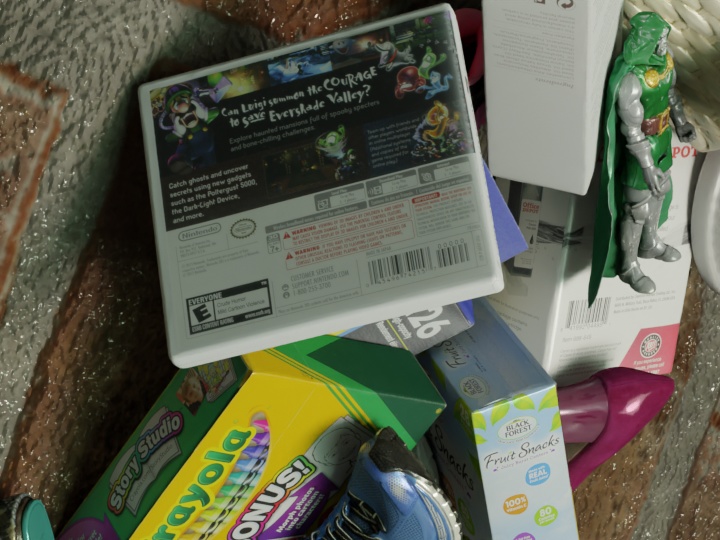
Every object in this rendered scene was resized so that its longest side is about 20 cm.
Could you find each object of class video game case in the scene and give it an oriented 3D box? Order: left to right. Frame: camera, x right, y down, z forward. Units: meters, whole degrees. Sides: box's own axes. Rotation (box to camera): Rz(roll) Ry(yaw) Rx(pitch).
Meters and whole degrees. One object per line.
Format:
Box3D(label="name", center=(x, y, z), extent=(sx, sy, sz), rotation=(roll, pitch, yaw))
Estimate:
Box3D(label="video game case", center=(-0.026, -0.050, 1.374), extent=(0.023, 0.199, 0.183), rotation=(52, 26, -64))

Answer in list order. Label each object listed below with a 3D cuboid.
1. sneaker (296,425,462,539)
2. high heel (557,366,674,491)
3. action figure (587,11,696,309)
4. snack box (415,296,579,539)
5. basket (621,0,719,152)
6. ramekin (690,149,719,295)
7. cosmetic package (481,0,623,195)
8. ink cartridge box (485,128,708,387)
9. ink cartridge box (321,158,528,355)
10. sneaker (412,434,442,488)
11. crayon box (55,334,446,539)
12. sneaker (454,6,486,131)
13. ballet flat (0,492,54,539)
Box3D(label="sneaker", center=(0.007, 0.177, 1.488), extent=(0.089, 0.079, 0.201), rotation=(-27, 148, -21))
Box3D(label="high heel", center=(0.162, 0.131, 1.684), extent=(0.095, 0.068, 0.200), rotation=(-8, 157, -11))
Box3D(label="action figure", center=(0.188, -0.082, 1.557), extent=(0.118, 0.054, 0.201), rotation=(-50, 145, -43))
Box3D(label="snack box", center=(0.087, 0.129, 1.604), extent=(0.067, 0.169, 0.201), rotation=(-17, 119, -12))
Box3D(label="basket", center=(0.232, -0.190, 1.584), extent=(0.200, 0.135, 0.124), rotation=(38, 53, -27))
Box3D(label="ramekin", center=(0.338, -0.055, 1.703), extent=(0.202, 0.094, 0.204), rotation=(-26, 131, -35))
Box3D(label="cosmetic package", center=(0.124, -0.152, 1.492), extent=(0.201, 0.071, 0.102), rotation=(83, 23, -54))
Box3D(label="ink cartridge box", center=(0.165, -0.027, 1.676), extent=(0.145, 0.085, 0.201), rotation=(-5, 111, -42))
Box3D(label="ink cartridge box", center=(0.000, 0.000, 1.469), extent=(0.199, 0.047, 0.198), rotation=(-26, 147, 6))
Box3D(label="sneaker", center=(-0.003, 0.188, 1.621), extent=(0.091, 0.076, 0.202), rotation=(-5, 107, -32))
Box3D(label="crayon box", center=(-0.069, 0.128, 1.490), extent=(0.172, 0.058, 0.200), rotation=(11, 124, -45))
Box3D(label="sneaker", center=(0.023, -0.097, 1.502), extent=(0.200, 0.079, 0.096), rotation=(-47, 169, -26))
Box3D(label="ballet flat", center=(-0.202, 0.231, 1.453), extent=(0.072, 0.072, 0.202), rotation=(-28, 112, -31))
